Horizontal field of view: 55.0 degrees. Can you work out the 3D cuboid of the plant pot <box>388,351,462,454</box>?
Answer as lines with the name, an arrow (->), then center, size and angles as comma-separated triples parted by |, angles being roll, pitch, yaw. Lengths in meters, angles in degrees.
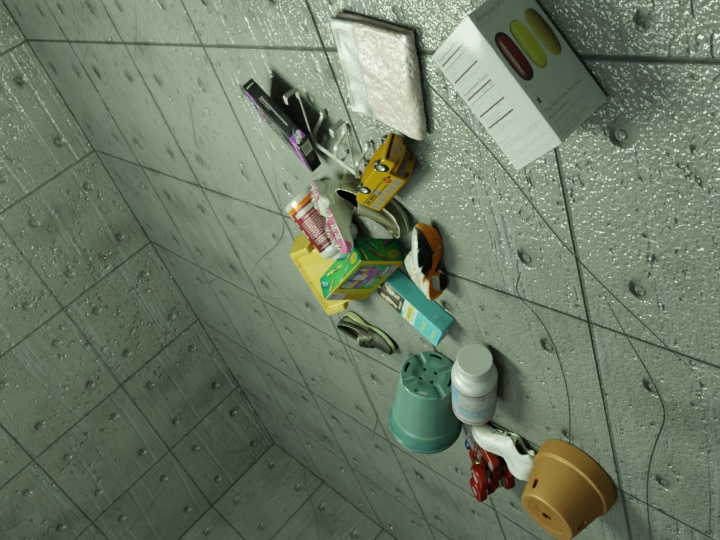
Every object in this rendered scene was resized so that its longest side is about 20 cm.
plant pot -> 0.169, 0.327, 1.771 | 0.199, 0.199, 0.199 | 33, 144, 31

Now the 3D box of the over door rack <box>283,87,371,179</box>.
over door rack -> -0.055, -0.282, 1.396 | 0.147, 0.067, 0.200 | 38, 174, 25

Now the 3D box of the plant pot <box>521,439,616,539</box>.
plant pot -> 0.462, 0.512, 1.579 | 0.199, 0.140, 0.202 | 38, 154, 22

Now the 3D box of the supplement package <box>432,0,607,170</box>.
supplement package -> 0.212, -0.261, 0.934 | 0.201, 0.113, 0.109 | 51, 157, -4

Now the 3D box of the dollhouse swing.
dollhouse swing -> -0.061, -0.019, 1.841 | 0.202, 0.173, 0.183 | 57, -164, -19

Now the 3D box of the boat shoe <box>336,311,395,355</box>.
boat shoe -> 0.015, 0.192, 1.972 | 0.198, 0.065, 0.074 | 30, 148, 35

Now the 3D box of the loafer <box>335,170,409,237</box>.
loafer -> 0.023, -0.132, 1.491 | 0.199, 0.069, 0.076 | 41, 154, 20

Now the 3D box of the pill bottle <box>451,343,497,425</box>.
pill bottle -> 0.263, 0.262, 1.598 | 0.108, 0.108, 0.202 | 32, 150, 32

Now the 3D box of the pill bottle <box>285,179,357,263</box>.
pill bottle -> -0.079, -0.105, 1.652 | 0.201, 0.113, 0.113 | 52, 156, -4

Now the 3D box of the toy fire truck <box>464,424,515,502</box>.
toy fire truck -> 0.333, 0.509, 1.861 | 0.202, 0.110, 0.170 | 83, 165, -53

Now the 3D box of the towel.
towel -> 0.034, -0.343, 1.221 | 0.189, 0.032, 0.203 | 31, 150, 36

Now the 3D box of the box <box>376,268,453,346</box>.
box -> 0.128, 0.083, 1.645 | 0.199, 0.049, 0.083 | 42, 155, 17

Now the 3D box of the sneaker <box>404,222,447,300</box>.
sneaker -> 0.124, -0.026, 1.474 | 0.091, 0.075, 0.203 | 34, 151, 39

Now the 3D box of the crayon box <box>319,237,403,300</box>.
crayon box -> 0.000, 0.000, 1.593 | 0.200, 0.116, 0.059 | -46, 52, 49

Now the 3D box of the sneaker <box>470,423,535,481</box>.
sneaker -> 0.364, 0.432, 1.737 | 0.199, 0.070, 0.082 | 36, 130, 35

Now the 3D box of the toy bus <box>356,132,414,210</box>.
toy bus -> 0.047, -0.189, 1.352 | 0.077, 0.066, 0.200 | 21, 158, -11

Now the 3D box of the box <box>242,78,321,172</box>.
box -> -0.172, -0.320, 1.531 | 0.200, 0.036, 0.143 | 47, 177, 14

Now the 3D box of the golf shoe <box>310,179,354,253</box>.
golf shoe -> -0.044, -0.128, 1.527 | 0.076, 0.089, 0.203 | 103, 148, -55
